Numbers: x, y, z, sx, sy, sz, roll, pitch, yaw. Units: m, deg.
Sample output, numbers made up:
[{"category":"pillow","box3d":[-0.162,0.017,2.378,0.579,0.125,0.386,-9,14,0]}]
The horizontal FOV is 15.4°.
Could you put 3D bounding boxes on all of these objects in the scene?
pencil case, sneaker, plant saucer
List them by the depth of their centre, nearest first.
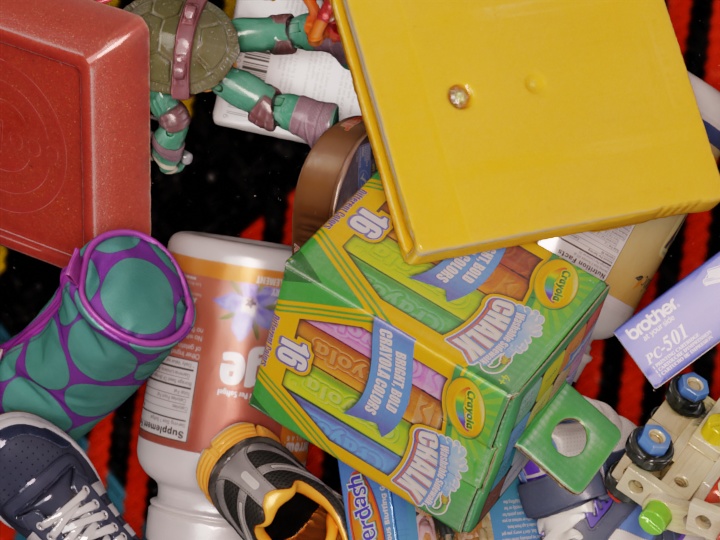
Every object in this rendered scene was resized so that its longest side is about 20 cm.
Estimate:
[{"category":"sneaker","box3d":[0.123,0.169,1.654,0.147,0.200,0.080,50,142,-11]},{"category":"sneaker","box3d":[-0.022,0.177,1.673,0.200,0.077,0.078,40,89,-33]},{"category":"sneaker","box3d":[-0.170,0.179,1.690,0.070,0.108,0.200,-37,125,-10]},{"category":"pencil case","box3d":[-0.183,0.049,1.702,0.092,0.200,0.085,26,54,-19]},{"category":"plant saucer","box3d":[-0.225,-0.091,1.715,0.199,0.037,0.201,20,126,26]}]

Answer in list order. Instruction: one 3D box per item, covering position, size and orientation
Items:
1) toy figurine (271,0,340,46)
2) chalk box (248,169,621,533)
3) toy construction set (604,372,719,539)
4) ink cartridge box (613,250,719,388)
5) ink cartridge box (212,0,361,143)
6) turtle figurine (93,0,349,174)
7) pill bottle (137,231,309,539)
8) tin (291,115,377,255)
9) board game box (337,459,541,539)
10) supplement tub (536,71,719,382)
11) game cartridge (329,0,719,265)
[{"category":"toy figurine","box3d":[0.017,-0.181,1.629,0.200,0.150,0.184,-37,80,-5]},{"category":"chalk box","box3d":[0.057,0.054,1.542,0.199,0.125,0.124,29,134,14]},{"category":"toy construction set","box3d":[0.229,0.124,1.630,0.131,0.200,0.092,35,118,9]},{"category":"ink cartridge box","box3d":[0.211,0.023,1.625,0.094,0.200,0.044,-37,85,8]},{"category":"ink cartridge box","box3d":[0.008,-0.176,1.740,0.173,0.044,0.201,13,93,9]},{"category":"turtle figurine","box3d":[-0.107,-0.134,1.697,0.199,0.101,0.151,11,93,6]},{"category":"pill bottle","box3d":[-0.083,0.081,1.725,0.112,0.112,0.201,9,93,10]},{"category":"tin","box3d":[0.000,0.000,1.689,0.042,0.112,0.201,15,112,35]},{"category":"board game box","box3d":[0.058,0.155,1.671,0.045,0.152,0.201,-17,78,43]},{"category":"supplement tub","box3d":[0.129,-0.046,1.663,0.144,0.144,0.201,29,92,9]},{"category":"game cartridge","box3d":[0.096,-0.103,1.546,0.199,0.032,0.177,-9,74,-22]}]
